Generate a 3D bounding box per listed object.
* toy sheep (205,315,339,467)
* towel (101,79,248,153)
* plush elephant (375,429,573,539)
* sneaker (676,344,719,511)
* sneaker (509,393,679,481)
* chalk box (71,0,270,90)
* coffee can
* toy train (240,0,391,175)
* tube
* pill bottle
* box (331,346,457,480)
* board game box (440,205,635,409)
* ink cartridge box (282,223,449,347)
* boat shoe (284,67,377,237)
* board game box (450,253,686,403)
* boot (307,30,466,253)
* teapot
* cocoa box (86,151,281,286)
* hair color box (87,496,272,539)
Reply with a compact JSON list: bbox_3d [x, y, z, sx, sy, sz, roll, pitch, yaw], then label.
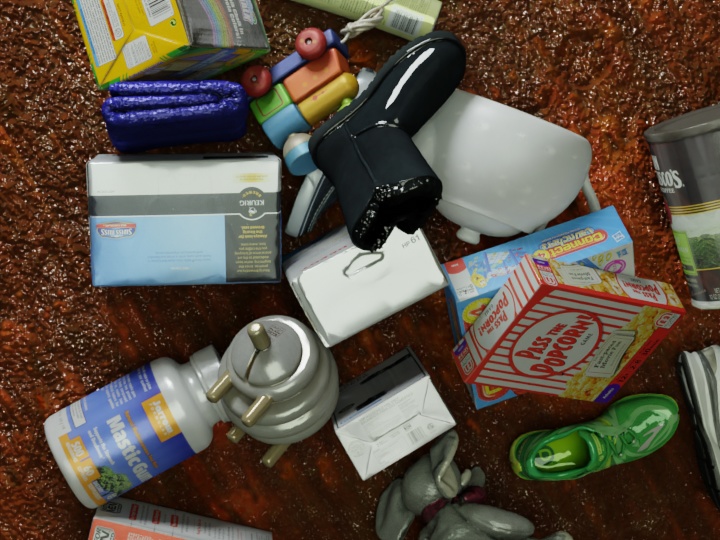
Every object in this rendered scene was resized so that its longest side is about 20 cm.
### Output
[{"bbox_3d":[-0.087,0.115,1.618,0.137,0.200,0.138,-3,59,6],"label":"toy sheep"},{"bbox_3d":[-0.190,-0.163,1.619,0.147,0.200,0.050,-8,87,-6],"label":"towel"},{"bbox_3d":[0.103,0.269,1.732,0.199,0.165,0.155,11,55,-37],"label":"plush elephant"},{"bbox_3d":[0.436,0.177,1.778,0.115,0.076,0.202,-14,95,-2],"label":"sneaker"},{"bbox_3d":[0.268,0.197,1.761,0.199,0.084,0.074,-19,97,-4],"label":"sneaker"},{"bbox_3d":[-0.185,-0.262,1.624,0.123,0.200,0.125,-20,86,27],"label":"chalk box"},{"bbox_3d":[0.406,-0.075,1.712,0.146,0.146,0.201,-18,98,-3],"label":"coffee can"},{"bbox_3d":[-0.019,-0.195,1.646,0.200,0.085,0.116,-33,68,10],"label":"toy train"},{"bbox_3d":[-0.011,-0.304,1.700,0.199,0.052,0.058,21,53,-4],"label":"tube"},{"bbox_3d":[-0.228,0.163,1.694,0.199,0.112,0.112,-28,98,-3],"label":"pill bottle"},{"bbox_3d":[0.028,0.148,1.674,0.116,0.200,0.060,-31,97,1],"label":"box"},{"bbox_3d":[0.196,0.043,1.692,0.195,0.056,0.200,-19,140,-3],"label":"board game box"},{"bbox_3d":[0.000,0.000,1.654,0.144,0.200,0.085,-28,98,-1],"label":"ink cartridge box"},{"bbox_3d":[-0.003,-0.113,1.705,0.091,0.071,0.201,28,91,-4],"label":"boat shoe"},{"bbox_3d":[0.217,0.064,1.644,0.199,0.046,0.152,10,130,-31],"label":"board game box"},{"bbox_3d":[0.050,-0.125,1.548,0.200,0.168,0.076,-39,133,8],"label":"boot"},{"bbox_3d":[0.144,-0.097,1.667,0.199,0.197,0.147,22,95,24],"label":"teapot"},{"bbox_3d":[-0.184,-0.055,1.664,0.199,0.133,0.132,-1,98,-5],"label":"cocoa box"},{"bbox_3d":[-0.197,0.305,1.720,0.199,0.102,0.062,15,96,-6],"label":"hair color box"}]
